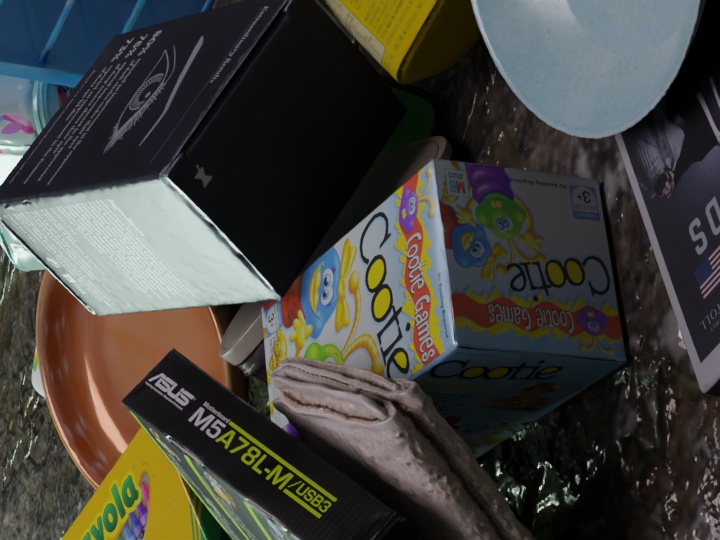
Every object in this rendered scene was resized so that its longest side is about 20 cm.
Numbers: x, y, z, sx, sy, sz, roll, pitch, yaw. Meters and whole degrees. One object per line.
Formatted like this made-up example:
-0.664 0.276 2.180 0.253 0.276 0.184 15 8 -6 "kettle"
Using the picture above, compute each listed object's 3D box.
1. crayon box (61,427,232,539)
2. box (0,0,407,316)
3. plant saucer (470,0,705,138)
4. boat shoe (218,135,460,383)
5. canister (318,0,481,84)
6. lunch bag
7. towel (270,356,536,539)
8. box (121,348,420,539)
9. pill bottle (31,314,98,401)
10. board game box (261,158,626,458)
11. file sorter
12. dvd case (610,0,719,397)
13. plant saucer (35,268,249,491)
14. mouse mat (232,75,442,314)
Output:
-0.114 0.209 1.423 0.200 0.058 0.173 -53 54 41 "crayon box"
-0.096 -0.064 1.355 0.200 0.104 0.148 -4 45 53 "box"
0.116 -0.165 1.132 0.201 0.039 0.202 26 120 56 "plant saucer"
0.000 0.000 1.380 0.200 0.063 0.073 -44 17 28 "boat shoe"
0.000 -0.219 1.301 0.200 0.086 0.149 47 130 17 "canister"
-0.220 -0.111 1.693 0.200 0.077 0.161 80 -163 -47 "lunch bag"
0.039 0.125 1.173 0.034 0.200 0.132 -46 23 -18 "towel"
-0.013 0.149 1.212 0.048 0.200 0.193 -44 43 -11 "box"
-0.156 -0.007 1.622 0.111 0.111 0.201 32 113 60 "pill bottle"
0.039 0.033 1.250 0.200 0.104 0.103 -39 51 53 "board game box"
-0.166 -0.210 1.585 0.123 0.199 0.139 -57 38 37 "file sorter"
0.175 -0.065 1.091 0.150 0.025 0.201 -55 39 45 "dvd case"
-0.135 0.059 1.510 0.200 0.037 0.201 15 110 45 "plant saucer"
-0.028 -0.028 1.433 0.161 0.008 0.201 23 107 39 "mouse mat"
